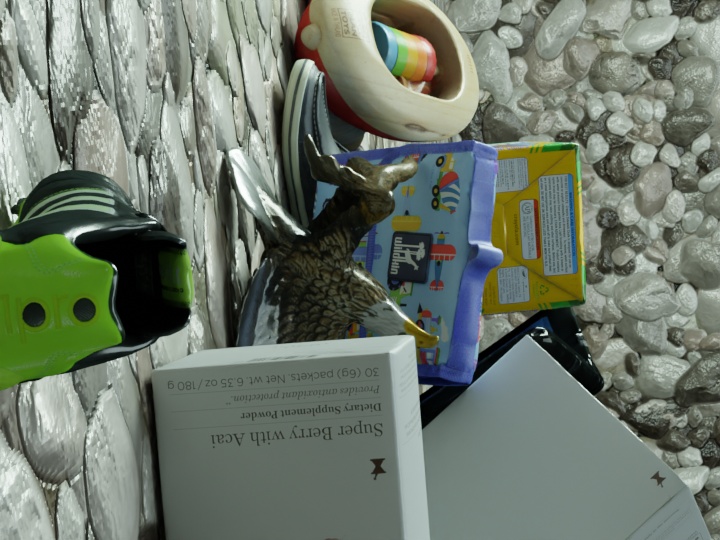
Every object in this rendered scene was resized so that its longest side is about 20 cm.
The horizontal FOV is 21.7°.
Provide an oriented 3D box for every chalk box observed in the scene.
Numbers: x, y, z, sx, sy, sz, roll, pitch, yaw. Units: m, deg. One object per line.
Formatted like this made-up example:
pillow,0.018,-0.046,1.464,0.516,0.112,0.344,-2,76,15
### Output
chalk box,0.089,-0.036,1.480,0.200,0.123,0.126,-153,-121,-78

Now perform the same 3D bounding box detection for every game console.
game console,0.068,0.090,1.403,0.176,0.199,0.117,36,22,-55

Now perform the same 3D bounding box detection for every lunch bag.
lunch bag,0.041,-0.002,1.248,0.200,0.093,0.152,-4,-104,65

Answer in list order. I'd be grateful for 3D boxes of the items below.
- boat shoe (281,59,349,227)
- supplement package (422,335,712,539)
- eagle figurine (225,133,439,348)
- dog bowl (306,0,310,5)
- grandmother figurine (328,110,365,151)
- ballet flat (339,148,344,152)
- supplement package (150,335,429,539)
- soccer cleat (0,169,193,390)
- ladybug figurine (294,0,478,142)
boat shoe,-0.020,-0.057,1.377,0.075,0.062,0.202,-68,151,-71
supplement package,0.094,0.175,1.184,0.156,0.200,0.111,44,-9,36
eagle figurine,-0.025,0.031,1.150,0.151,0.151,0.201,8,111,-44
dog bowl,-0.014,-0.287,1.578,0.200,0.058,0.202,-4,90,-84
grandmother figurine,-0.004,-0.059,1.555,0.121,0.060,0.201,-129,-157,-56
ballet flat,0.000,0.000,1.464,0.070,0.069,0.202,-69,159,-74
supplement package,-0.027,0.139,0.939,0.120,0.120,0.202,-20,105,-83
soccer cleat,-0.092,0.004,0.645,0.200,0.080,0.068,-58,143,-79
ladybug figurine,0.015,-0.162,1.473,0.199,0.072,0.137,15,60,-49
